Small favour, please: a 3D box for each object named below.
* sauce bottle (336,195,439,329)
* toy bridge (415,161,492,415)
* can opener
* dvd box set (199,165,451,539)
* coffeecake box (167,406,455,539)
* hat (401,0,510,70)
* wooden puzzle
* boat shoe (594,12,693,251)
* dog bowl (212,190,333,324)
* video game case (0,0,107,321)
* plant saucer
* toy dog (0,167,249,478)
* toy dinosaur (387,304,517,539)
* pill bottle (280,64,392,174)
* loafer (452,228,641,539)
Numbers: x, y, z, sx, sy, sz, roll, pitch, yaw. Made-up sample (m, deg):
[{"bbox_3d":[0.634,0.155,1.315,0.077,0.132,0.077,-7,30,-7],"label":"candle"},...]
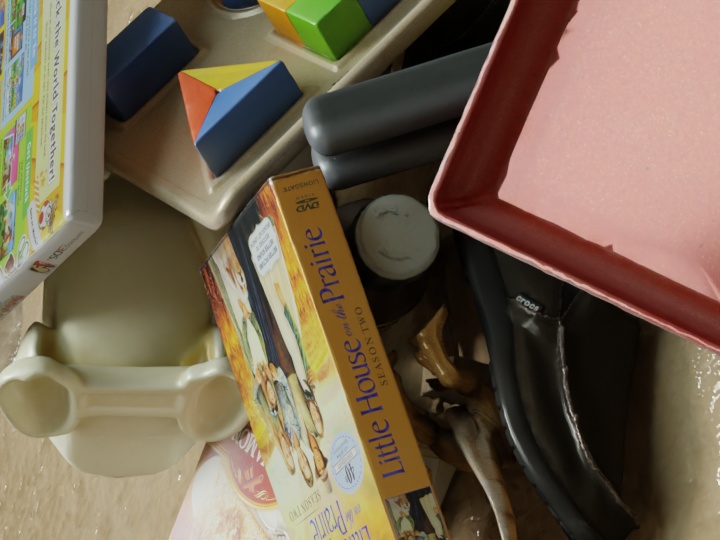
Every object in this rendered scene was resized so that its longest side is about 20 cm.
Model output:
[{"bbox_3d":[0.000,0.000,1.262,0.200,0.065,0.065,139,146,-79],"label":"sauce bottle"},{"bbox_3d":[0.053,-0.019,1.335,0.067,0.027,0.200,-24,53,57],"label":"toy bridge"},{"bbox_3d":[0.068,-0.094,1.189,0.053,0.200,0.066,74,173,-51],"label":"can opener"},{"bbox_3d":[-0.019,0.067,1.194,0.146,0.029,0.200,136,118,-66],"label":"dvd box set"},{"bbox_3d":[-0.039,0.152,1.346,0.154,0.073,0.200,30,100,62],"label":"coffeecake box"},{"bbox_3d":[0.054,-0.184,1.341,0.201,0.081,0.201,-49,23,29],"label":"hat"},{"bbox_3d":[-0.065,-0.120,1.290,0.185,0.046,0.200,-46,37,-14],"label":"wooden puzzle"},{"bbox_3d":[0.156,-0.090,1.147,0.200,0.068,0.072,-67,28,8],"label":"boat shoe"},{"bbox_3d":[-0.100,0.001,1.545,0.200,0.079,0.200,-40,40,45],"label":"dog bowl"},{"bbox_3d":[-0.181,-0.076,1.324,0.182,0.023,0.200,-38,46,49],"label":"video game case"},{"bbox_3d":[0.153,-0.076,1.091,0.200,0.037,0.200,26,97,27],"label":"plant saucer"},{"bbox_3d":[-0.121,0.002,1.389,0.194,0.139,0.200,84,-177,-63],"label":"toy dog"},{"bbox_3d":[0.053,0.076,1.168,0.060,0.106,0.200,-43,3,6],"label":"toy dinosaur"},{"bbox_3d":[-0.033,-0.142,1.429,0.113,0.113,0.200,-47,20,38],"label":"pill bottle"},{"bbox_3d":[0.097,0.039,1.166,0.071,0.073,0.200,-21,60,9],"label":"loafer"}]
